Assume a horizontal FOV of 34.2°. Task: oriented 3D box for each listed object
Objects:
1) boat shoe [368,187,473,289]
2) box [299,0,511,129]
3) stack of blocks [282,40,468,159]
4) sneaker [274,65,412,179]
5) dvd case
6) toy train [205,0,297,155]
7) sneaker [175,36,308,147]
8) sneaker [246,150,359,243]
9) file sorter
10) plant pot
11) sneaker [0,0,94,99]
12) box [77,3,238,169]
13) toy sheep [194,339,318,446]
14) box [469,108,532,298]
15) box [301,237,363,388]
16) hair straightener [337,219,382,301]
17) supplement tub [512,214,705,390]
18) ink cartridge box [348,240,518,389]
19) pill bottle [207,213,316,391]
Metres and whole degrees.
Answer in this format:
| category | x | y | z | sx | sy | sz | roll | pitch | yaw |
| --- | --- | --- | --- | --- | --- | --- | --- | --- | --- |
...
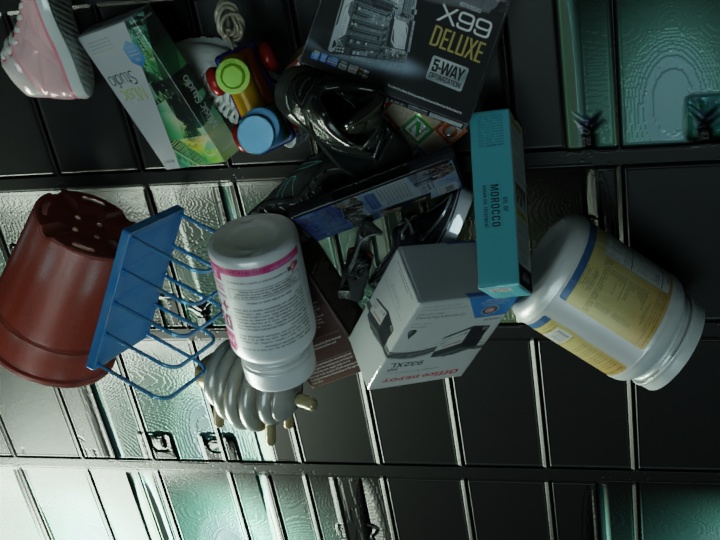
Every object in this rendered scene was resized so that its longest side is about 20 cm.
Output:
| category | x | y | z | sx | sy | sz | roll | pitch | yaw |
| --- | --- | --- | --- | --- | --- | --- | --- | --- | --- |
| boat shoe | 0.072 | -0.037 | 1.469 | 0.067 | 0.072 | 0.201 | 28 | 133 | -7 |
| box | 0.051 | -0.264 | 1.281 | 0.197 | 0.050 | 0.160 | 21 | 90 | 1 |
| stack of blocks | 0.022 | -0.209 | 1.369 | 0.200 | 0.059 | 0.115 | 42 | 123 | -14 |
| sneaker | 0.005 | -0.149 | 1.280 | 0.199 | 0.077 | 0.114 | 37 | 172 | -40 |
| dvd case | 0.023 | -0.087 | 1.359 | 0.197 | 0.143 | 0.018 | -20 | 78 | 6 |
| toy train | -0.138 | -0.224 | 1.297 | 0.084 | 0.116 | 0.202 | -23 | 101 | 7 |
| sneaker | -0.148 | -0.212 | 1.399 | 0.197 | 0.081 | 0.077 | 24 | 128 | 0 |
| sneaker | -0.064 | -0.093 | 1.462 | 0.198 | 0.080 | 0.075 | -27 | 120 | 34 |
| file sorter | -0.248 | 0.043 | 1.521 | 0.121 | 0.139 | 0.202 | 25 | 113 | 13 |
| plant pot | -0.389 | 0.015 | 1.558 | 0.199 | 0.201 | 0.197 | 26 | 118 | -4 |
| sneaker | -0.397 | -0.295 | 1.410 | 0.103 | 0.076 | 0.202 | -3 | 127 | 10 |
| box | -0.243 | -0.215 | 1.410 | 0.143 | 0.036 | 0.201 | 0 | 130 | 52 |
| toy sheep | -0.144 | 0.162 | 1.616 | 0.197 | 0.138 | 0.140 | 12 | 127 | 22 |
| box | 0.161 | -0.075 | 1.341 | 0.048 | 0.082 | 0.204 | -5 | 79 | 18 |
| box | -0.068 | 0.050 | 1.560 | 0.099 | 0.075 | 0.201 | -20 | 118 | 26 |
| hair straightener | 0.000 | 0.000 | 1.451 | 0.040 | 0.078 | 0.200 | 16 | 157 | -5 |
| supplement tub | 0.297 | 0.041 | 1.411 | 0.198 | 0.145 | 0.145 | 31 | 125 | -8 |
| ink cartridge box | 0.088 | 0.056 | 1.451 | 0.143 | 0.085 | 0.201 | -6 | 147 | -25 |
| pill bottle | -0.116 | 0.042 | 1.453 | 0.111 | 0.114 | 0.203 | -1 | 123 | 15 |
